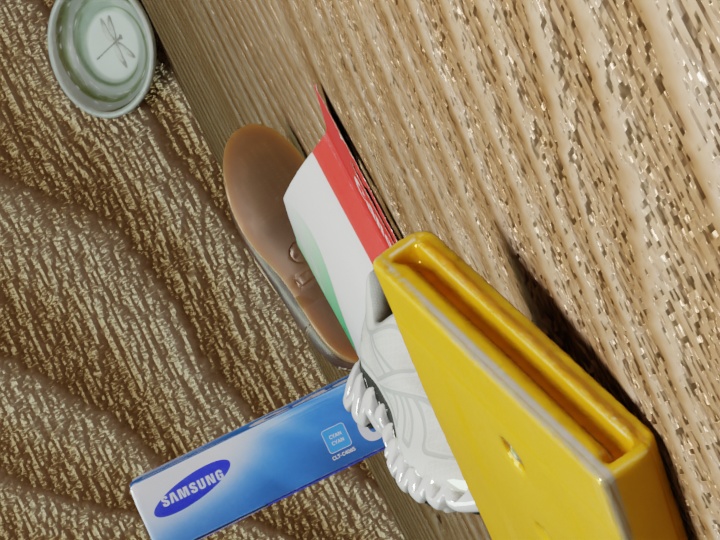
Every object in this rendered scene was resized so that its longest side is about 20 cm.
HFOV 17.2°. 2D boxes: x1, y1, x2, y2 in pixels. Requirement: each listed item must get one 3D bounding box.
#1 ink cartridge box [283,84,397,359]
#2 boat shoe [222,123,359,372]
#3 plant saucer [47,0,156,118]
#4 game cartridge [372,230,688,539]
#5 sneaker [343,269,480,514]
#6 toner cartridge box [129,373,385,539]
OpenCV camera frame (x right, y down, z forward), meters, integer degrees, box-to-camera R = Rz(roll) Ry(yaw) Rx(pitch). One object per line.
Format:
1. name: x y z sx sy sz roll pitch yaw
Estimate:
1. ink cartridge box: 0.000 0.000 1.468 0.162 0.050 0.200 62 178 23
2. boat shoe: -0.046 -0.013 1.780 0.201 0.070 0.070 63 172 5
3. plant saucer: -0.353 -0.317 3.350 0.050 0.200 0.201 -19 -100 -52
4. game cartridge: 0.086 0.099 0.959 0.176 0.032 0.201 45 164 49
5. sneaker: 0.042 0.057 1.152 0.200 0.075 0.082 -139 47 -61
6. toner cartridge box: -0.027 0.091 1.296 0.043 0.199 0.095 64 175 1
